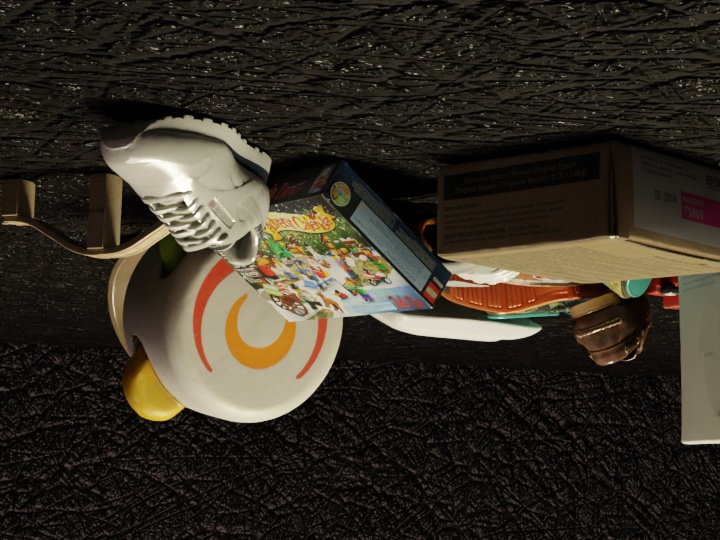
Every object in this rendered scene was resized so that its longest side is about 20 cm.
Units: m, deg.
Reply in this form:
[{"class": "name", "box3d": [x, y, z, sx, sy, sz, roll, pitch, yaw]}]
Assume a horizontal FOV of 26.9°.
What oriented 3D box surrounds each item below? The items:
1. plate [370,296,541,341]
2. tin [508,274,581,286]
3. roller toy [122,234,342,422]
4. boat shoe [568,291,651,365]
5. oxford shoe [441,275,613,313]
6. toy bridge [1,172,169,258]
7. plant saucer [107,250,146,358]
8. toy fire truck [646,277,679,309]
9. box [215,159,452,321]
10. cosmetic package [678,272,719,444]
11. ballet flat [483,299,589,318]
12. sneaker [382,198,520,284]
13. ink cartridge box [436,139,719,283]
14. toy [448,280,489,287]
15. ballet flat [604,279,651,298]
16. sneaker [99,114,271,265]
[{"class": "plate", "box3d": [0.070, 0.039, 1.685, 0.199, 0.033, 0.199, 7, -166, -33]}, {"class": "tin", "box3d": [0.148, -0.018, 1.445, 0.111, 0.042, 0.199, 0, 170, 41]}, {"class": "roller toy", "box3d": [-0.122, 0.045, 1.393, 0.181, 0.202, 0.139, 9, 178, -31]}, {"class": "boat shoe", "box3d": [0.256, 0.059, 1.520, 0.070, 0.071, 0.200, -25, 174, 22]}, {"class": "oxford shoe", "box3d": [0.179, 0.009, 1.570, 0.198, 0.072, 0.073, -1, 177, 10]}, {"class": "toy bridge", "box3d": [-0.208, -0.045, 1.216, 0.198, 0.068, 0.027, -2, 172, 24]}, {"class": "plant saucer", "box3d": [-0.175, 0.048, 1.582, 0.199, 0.201, 0.029, -2, -154, 27]}, {"class": "toy fire truck", "box3d": [0.376, 0.006, 1.579, 0.140, 0.049, 0.199, 7, 170, -41]}, {"class": "box", "box3d": [-0.038, -0.019, 1.232, 0.137, 0.038, 0.199, 44, 151, -25]}, {"class": "cosmetic package", "box3d": [0.374, 0.052, 1.337, 0.122, 0.202, 0.199, 0, 174, -10]}, {"class": "ballet flat", "box3d": [0.226, 0.020, 1.646, 0.198, 0.075, 0.074, 1, 174, -25]}, {"class": "sneaker", "box3d": [0.039, -0.029, 1.255, 0.199, 0.075, 0.079, 0, 171, 33]}, {"class": "ink cartridge box", "box3d": [0.181, -0.040, 1.149, 0.164, 0.076, 0.199, -7, 169, 42]}, {"class": "toy", "box3d": [0.023, -0.009, 1.545, 0.115, 0.048, 0.199, 3, 177, -42]}, {"class": "ballet flat", "box3d": [0.232, -0.019, 1.395, 0.070, 0.071, 0.200, -1, 173, 18]}, {"class": "sneaker", "box3d": [-0.116, -0.056, 1.056, 0.076, 0.081, 0.200, 0, 171, 24]}]
